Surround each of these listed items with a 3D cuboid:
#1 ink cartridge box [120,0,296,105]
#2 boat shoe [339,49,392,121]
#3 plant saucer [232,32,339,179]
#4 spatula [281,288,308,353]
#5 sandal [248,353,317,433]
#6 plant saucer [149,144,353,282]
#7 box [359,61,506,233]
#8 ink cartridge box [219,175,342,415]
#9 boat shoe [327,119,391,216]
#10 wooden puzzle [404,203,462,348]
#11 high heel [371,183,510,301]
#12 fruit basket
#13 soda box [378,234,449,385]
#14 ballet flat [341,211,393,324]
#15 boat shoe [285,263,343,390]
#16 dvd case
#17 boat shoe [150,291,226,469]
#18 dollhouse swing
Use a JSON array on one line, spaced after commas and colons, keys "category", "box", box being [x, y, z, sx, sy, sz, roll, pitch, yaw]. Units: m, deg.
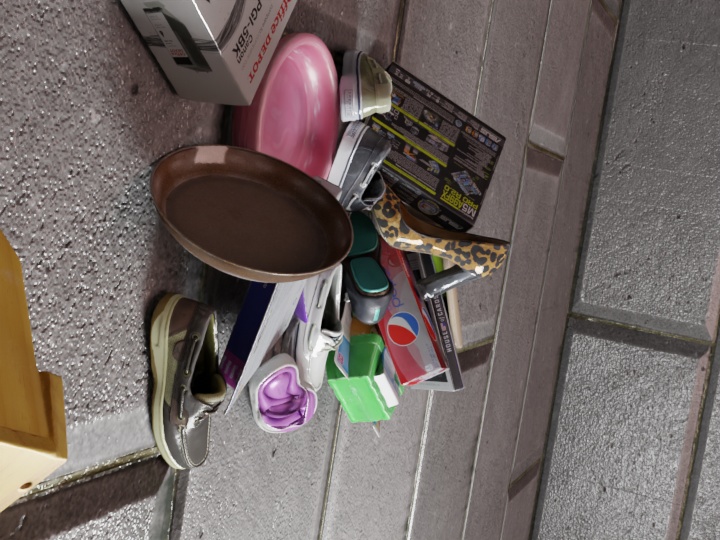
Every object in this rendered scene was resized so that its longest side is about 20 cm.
[{"category": "ink cartridge box", "box": [-0.138, -0.266, 0.889, 0.201, 0.082, 0.148, 62, 43, -57]}, {"category": "boat shoe", "box": [0.008, -0.220, 1.223, 0.201, 0.061, 0.073, -88, 179, -65]}, {"category": "plant saucer", "box": [-0.084, -0.161, 1.116, 0.200, 0.050, 0.204, 10, 90, -69]}, {"category": "spatula", "box": [-0.089, 0.091, 1.242, 0.020, 0.056, 0.203, -11, 122, -34]}, {"category": "sandal", "box": [-0.090, 0.164, 1.202, 0.082, 0.050, 0.203, -34, 154, -6]}, {"category": "plant saucer", "box": [-0.104, -0.051, 0.950, 0.200, 0.199, 0.032, -45, 163, -54]}, {"category": "box", "box": [0.089, -0.166, 1.374, 0.044, 0.198, 0.162, -37, -155, 58]}, {"category": "ink cartridge box", "box": [-0.094, 0.022, 1.071, 0.198, 0.043, 0.200, -66, 175, 29]}, {"category": "boat shoe", "box": [-0.003, -0.104, 1.246, 0.072, 0.067, 0.201, -60, 175, -34]}, {"category": "wooden puzzle", "box": [0.091, 0.003, 1.485, 0.200, 0.037, 0.188, -144, -137, -66]}, {"category": "high heel", "box": [0.101, -0.067, 1.327, 0.201, 0.141, 0.072, 57, 22, -20]}, {"category": "fruit basket", "box": [0.015, 0.103, 1.429, 0.186, 0.092, 0.202, 65, 31, -43]}, {"category": "soda box", "box": [0.054, 0.053, 1.383, 0.203, 0.063, 0.070, 69, 12, 12]}, {"category": "ballet flat", "box": [0.000, 0.000, 1.300, 0.201, 0.072, 0.074, -108, -169, -55]}, {"category": "boat shoe", "box": [-0.055, 0.077, 1.278, 0.074, 0.066, 0.203, -45, 140, -54]}, {"category": "dvd case", "box": [0.087, 0.074, 1.470, 0.024, 0.150, 0.203, -14, 91, -21]}, {"category": "boat shoe", "box": [-0.168, 0.120, 1.016, 0.072, 0.065, 0.204, -46, 141, -56]}, {"category": "dollhouse swing", "box": [-0.317, 0.067, 0.666, 0.181, 0.177, 0.200, -36, 156, 5]}]
